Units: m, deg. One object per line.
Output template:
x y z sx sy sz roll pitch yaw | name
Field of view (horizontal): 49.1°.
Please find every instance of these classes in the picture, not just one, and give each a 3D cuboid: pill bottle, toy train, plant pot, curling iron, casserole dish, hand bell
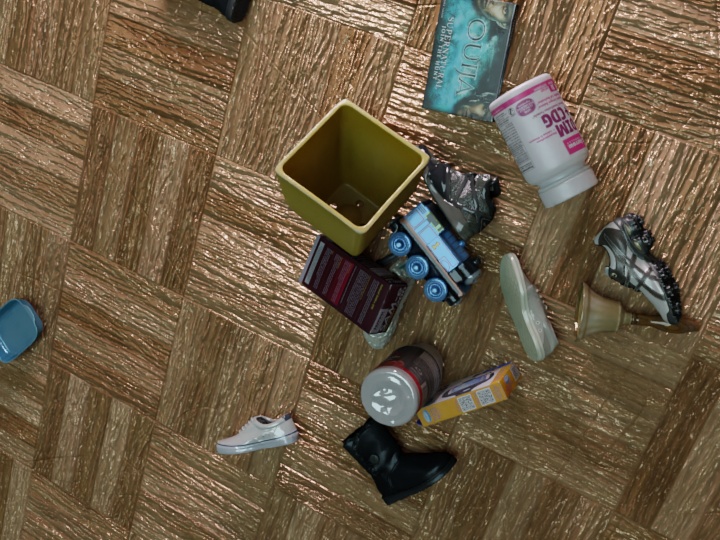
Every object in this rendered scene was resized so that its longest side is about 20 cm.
0.308 -0.214 1.316 0.113 0.113 0.200 -27 91 27 | pill bottle
0.087 0.203 1.468 0.110 0.200 0.111 6 104 22 | pill bottle
0.139 -0.032 1.453 0.114 0.087 0.200 -40 85 23 | toy train
-0.018 -0.143 1.424 0.194 0.200 0.196 37 70 12 | plant pot
0.000 0.000 1.555 0.200 0.026 0.050 -23 94 27 | curling iron
-0.865 0.148 1.974 0.200 0.039 0.121 -36 87 28 | casserole dish
0.473 0.082 1.344 0.199 0.104 0.105 6 105 9 | hand bell

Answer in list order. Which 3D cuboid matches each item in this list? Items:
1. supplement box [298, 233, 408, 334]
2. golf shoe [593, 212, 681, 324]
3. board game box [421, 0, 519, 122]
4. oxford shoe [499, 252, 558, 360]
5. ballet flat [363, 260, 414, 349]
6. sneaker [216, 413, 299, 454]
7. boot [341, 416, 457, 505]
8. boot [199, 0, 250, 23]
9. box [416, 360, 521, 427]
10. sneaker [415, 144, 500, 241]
-0.016 0.023 1.497 0.200 0.061 0.109 36 112 31 | supplement box
0.467 0.007 1.325 0.094 0.078 0.200 -30 79 31 | golf shoe
0.190 -0.371 1.378 0.135 0.028 0.201 16 108 21 | board game box
0.303 0.062 1.420 0.058 0.075 0.201 -18 86 -14 | oxford shoe
0.045 0.069 1.531 0.072 0.072 0.200 27 113 16 | ballet flat
-0.228 0.355 1.727 0.199 0.073 0.071 -15 87 17 | sneaker
0.072 0.365 1.582 0.200 0.076 0.168 -36 90 33 | boot
-0.289 -0.599 1.524 0.200 0.066 0.165 36 113 17 | boot
0.193 0.233 1.473 0.200 0.119 0.042 -22 93 26 | box
0.177 -0.160 1.415 0.114 0.076 0.200 -34 70 5 | sneaker
